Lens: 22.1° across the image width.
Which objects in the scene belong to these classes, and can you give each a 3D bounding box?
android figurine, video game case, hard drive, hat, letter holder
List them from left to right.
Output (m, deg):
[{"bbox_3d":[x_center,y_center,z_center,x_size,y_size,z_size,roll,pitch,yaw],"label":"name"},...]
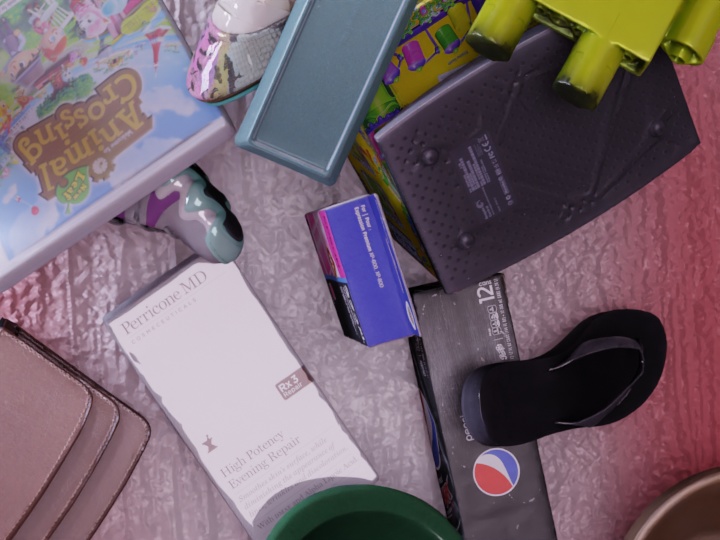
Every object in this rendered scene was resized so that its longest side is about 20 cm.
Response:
[{"bbox_3d":[-0.244,0.155,1.245,0.142,0.101,0.200,37,86,-9],"label":"letter holder"},{"bbox_3d":[-0.204,-0.109,1.223,0.200,0.022,0.182,-33,68,7],"label":"video game case"},{"bbox_3d":[-0.039,0.244,1.283,0.200,0.176,0.166,4,74,-25],"label":"hat"},{"bbox_3d":[0.111,-0.087,1.182,0.200,0.042,0.135,-31,118,-9],"label":"hard drive"},{"bbox_3d":[0.149,-0.203,1.137,0.182,0.041,0.200,27,77,2],"label":"android figurine"}]

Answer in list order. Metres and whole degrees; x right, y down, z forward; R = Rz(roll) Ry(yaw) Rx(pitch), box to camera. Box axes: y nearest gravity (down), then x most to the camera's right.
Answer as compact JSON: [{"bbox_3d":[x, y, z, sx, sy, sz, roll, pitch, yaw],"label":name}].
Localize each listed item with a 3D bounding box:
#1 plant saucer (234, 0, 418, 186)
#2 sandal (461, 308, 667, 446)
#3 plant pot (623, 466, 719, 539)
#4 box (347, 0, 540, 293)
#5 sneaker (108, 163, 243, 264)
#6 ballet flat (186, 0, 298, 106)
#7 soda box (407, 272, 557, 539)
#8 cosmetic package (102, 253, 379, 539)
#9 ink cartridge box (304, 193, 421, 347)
[{"bbox_3d":[-0.008,-0.152,1.129,0.070,0.019,0.200,23,104,-8],"label":"plant saucer"},{"bbox_3d":[0.155,0.080,1.289,0.200,0.043,0.076,-21,98,-41],"label":"sandal"},{"bbox_3d":[0.266,0.235,1.325,0.200,0.093,0.201,0,91,-9],"label":"plant pot"},{"bbox_3d":[0.084,-0.128,1.248,0.200,0.122,0.193,-33,117,-7],"label":"box"},{"bbox_3d":[-0.180,-0.041,1.250,0.140,0.078,0.200,-45,66,3],"label":"sneaker"},{"bbox_3d":[-0.034,-0.184,1.160,0.200,0.069,0.071,-33,138,-6],"label":"ballet flat"},{"bbox_3d":[0.083,0.104,1.310,0.071,0.063,0.201,-12,92,-8],"label":"soda box"},{"bbox_3d":[-0.084,0.088,1.281,0.102,0.074,0.200,-36,97,-7],"label":"cosmetic package"},{"bbox_3d":[0.000,0.000,1.228,0.037,0.200,0.095,-18,92,-8],"label":"ink cartridge box"}]
